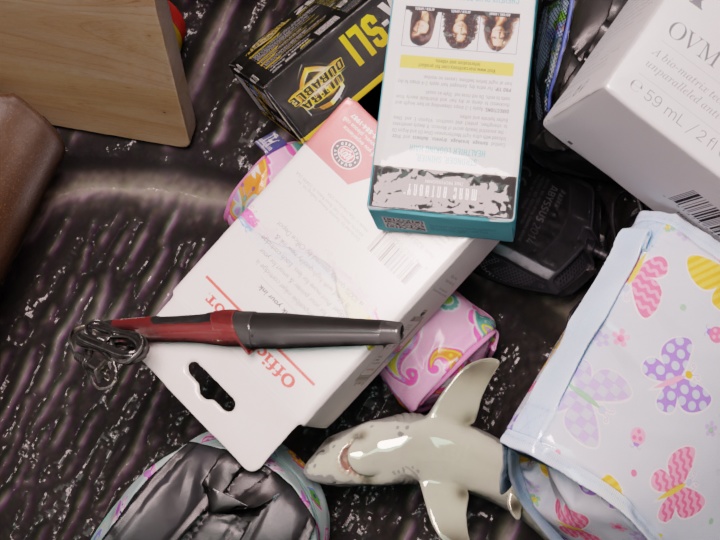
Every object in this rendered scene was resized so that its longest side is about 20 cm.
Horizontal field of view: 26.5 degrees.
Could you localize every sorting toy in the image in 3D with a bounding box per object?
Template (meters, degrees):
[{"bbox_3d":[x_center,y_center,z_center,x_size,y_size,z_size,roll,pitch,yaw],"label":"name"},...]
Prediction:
[{"bbox_3d":[-0.211,-0.181,1.010,0.199,0.199,0.070,10,60,9],"label":"sorting toy"}]

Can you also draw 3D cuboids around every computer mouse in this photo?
[{"bbox_3d":[0.099,-0.025,0.999,0.199,0.053,0.139,31,64,6],"label":"computer mouse"}]

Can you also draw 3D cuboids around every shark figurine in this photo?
[{"bbox_3d":[0.085,0.143,0.954,0.214,0.090,0.128,39,84,2],"label":"shark figurine"}]

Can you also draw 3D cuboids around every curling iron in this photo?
[{"bbox_3d":[-0.072,0.042,0.876,0.198,0.026,0.050,-3,47,10],"label":"curling iron"}]

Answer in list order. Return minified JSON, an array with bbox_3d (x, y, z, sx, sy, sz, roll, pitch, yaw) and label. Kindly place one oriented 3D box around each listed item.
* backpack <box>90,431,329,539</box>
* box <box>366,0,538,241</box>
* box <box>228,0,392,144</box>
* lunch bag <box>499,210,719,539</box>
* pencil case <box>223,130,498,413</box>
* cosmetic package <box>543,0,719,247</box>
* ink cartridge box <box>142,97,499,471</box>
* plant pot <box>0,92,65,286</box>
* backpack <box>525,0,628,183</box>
[{"bbox_3d":[-0.106,0.192,0.944,0.166,0.127,0.201,32,94,-1],"label":"backpack"},{"bbox_3d":[0.057,-0.121,0.865,0.082,0.049,0.201,6,78,8],"label":"box"},{"bbox_3d":[0.013,-0.171,0.989,0.200,0.160,0.049,-40,106,-2],"label":"box"},{"bbox_3d":[0.168,0.085,0.876,0.127,0.200,0.170,8,60,46],"label":"lunch bag"},{"bbox_3d":[0.000,0.000,0.994,0.087,0.087,0.200,-43,75,-2],"label":"pencil case"},{"bbox_3d":[0.244,-0.108,0.824,0.199,0.123,0.201,36,81,-5],"label":"cosmetic package"},{"bbox_3d":[-0.028,0.013,0.920,0.116,0.067,0.200,44,94,14],"label":"ink cartridge box"},{"bbox_3d":[-0.305,-0.035,0.996,0.199,0.200,0.199,24,75,11],"label":"plant pot"},{"bbox_3d":[0.198,-0.149,0.958,0.182,0.147,0.201,11,86,-4],"label":"backpack"}]
